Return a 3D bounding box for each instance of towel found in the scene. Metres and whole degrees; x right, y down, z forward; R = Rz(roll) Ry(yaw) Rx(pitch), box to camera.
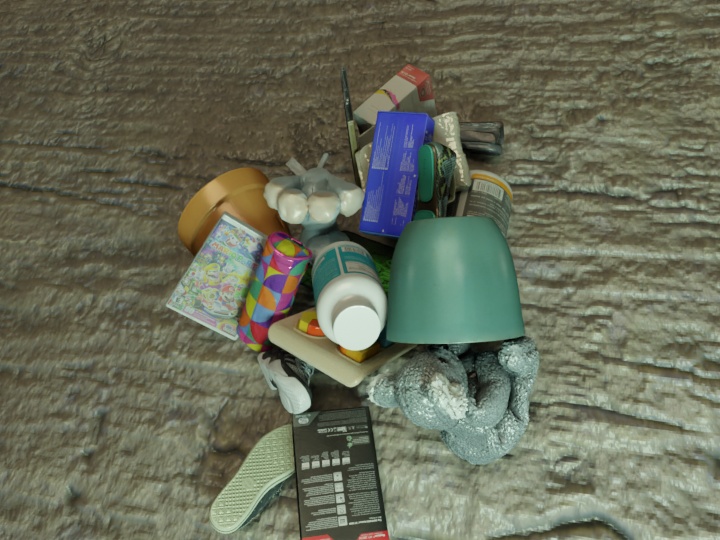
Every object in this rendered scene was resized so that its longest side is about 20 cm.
[{"bbox_3d":[0.088,-0.176,1.090,0.196,0.034,0.136,-16,80,24],"label":"towel"}]

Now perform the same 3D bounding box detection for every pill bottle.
[{"bbox_3d":[0.188,-0.058,1.070,0.113,0.117,0.204,6,60,20],"label":"pill bottle"},{"bbox_3d":[-0.017,0.040,0.967,0.108,0.113,0.201,-21,24,2],"label":"pill bottle"}]

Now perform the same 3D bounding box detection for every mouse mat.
[{"bbox_3d":[0.000,0.000,1.131,0.196,0.008,0.161,21,50,27],"label":"mouse mat"}]

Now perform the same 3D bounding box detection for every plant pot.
[{"bbox_3d":[-0.213,-0.065,1.164,0.199,0.201,0.141,-38,71,-10],"label":"plant pot"},{"bbox_3d":[0.129,0.010,0.897,0.195,0.200,0.166,-3,89,15],"label":"plant pot"}]

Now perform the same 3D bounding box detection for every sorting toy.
[{"bbox_3d":[-0.021,0.097,1.019,0.182,0.037,0.198,25,29,28],"label":"sorting toy"}]

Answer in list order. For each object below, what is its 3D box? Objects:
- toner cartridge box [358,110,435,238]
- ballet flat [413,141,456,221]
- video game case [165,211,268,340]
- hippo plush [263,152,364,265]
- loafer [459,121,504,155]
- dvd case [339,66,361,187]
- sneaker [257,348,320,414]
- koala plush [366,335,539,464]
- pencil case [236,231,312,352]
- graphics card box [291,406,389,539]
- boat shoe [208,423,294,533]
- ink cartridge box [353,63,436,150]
[{"bbox_3d":[0.061,-0.158,1.059,0.093,0.043,0.206,10,90,27],"label":"toner cartridge box"},{"bbox_3d":[0.122,-0.098,1.009,0.072,0.074,0.206,10,101,23],"label":"ballet flat"},{"bbox_3d":[-0.223,0.015,1.084,0.201,0.141,0.018,-52,25,18],"label":"video game case"},{"bbox_3d":[-0.089,-0.084,1.102,0.156,0.165,0.200,-12,34,-23],"label":"hippo plush"},{"bbox_3d":[0.182,-0.268,1.230,0.195,0.072,0.065,13,93,16],"label":"loafer"},{"bbox_3d":[-0.016,-0.257,1.211,0.016,0.202,0.152,-9,54,1],"label":"dvd case"},{"bbox_3d":[-0.090,0.152,1.002,0.112,0.077,0.199,-27,17,-17],"label":"sneaker"},{"bbox_3d":[0.122,0.169,0.867,0.175,0.197,0.189,-3,77,47],"label":"koala plush"},{"bbox_3d":[-0.146,0.038,1.055,0.086,0.203,0.089,19,28,-11],"label":"pencil case"},{"bbox_3d":[-0.033,0.304,0.919,0.122,0.051,0.204,-5,56,-8],"label":"graphics card box"},{"bbox_3d":[-0.150,0.313,0.961,0.074,0.063,0.200,36,57,15],"label":"boat shoe"},{"bbox_3d":[0.058,-0.297,1.266,0.199,0.117,0.067,-43,55,-14],"label":"ink cartridge box"}]
